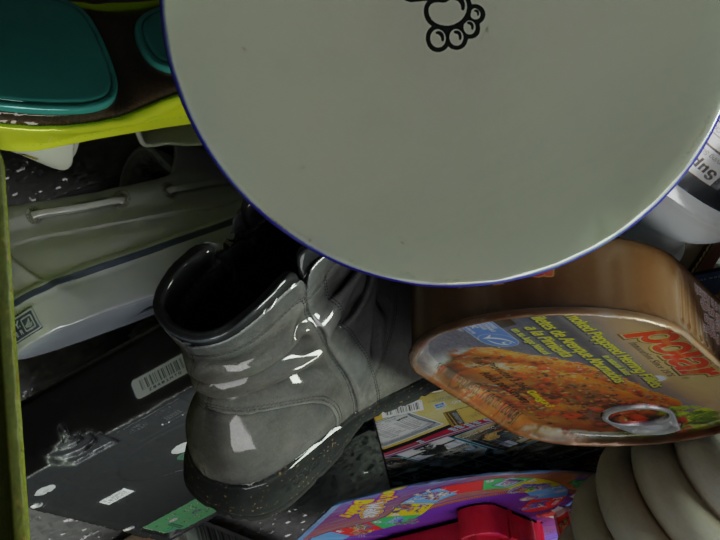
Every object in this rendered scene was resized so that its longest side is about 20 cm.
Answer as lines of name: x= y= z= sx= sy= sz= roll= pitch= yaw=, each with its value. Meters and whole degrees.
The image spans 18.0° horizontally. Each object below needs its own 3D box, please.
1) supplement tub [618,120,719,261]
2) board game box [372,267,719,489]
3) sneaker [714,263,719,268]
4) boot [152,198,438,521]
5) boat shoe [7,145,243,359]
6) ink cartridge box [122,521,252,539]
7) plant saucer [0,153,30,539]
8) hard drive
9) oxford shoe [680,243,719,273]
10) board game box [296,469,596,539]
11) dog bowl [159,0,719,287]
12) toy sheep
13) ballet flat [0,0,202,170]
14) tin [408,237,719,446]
supplement tub: x=0.144 y=-0.101 z=0.893 sx=0.140 sy=0.141 sz=0.200 roll=20 pitch=128 yaw=-44
board game box: x=0.105 y=0.057 z=1.074 sx=0.199 sy=0.035 sz=0.136 roll=-11 pitch=151 yaw=1
sneaker: x=0.133 y=0.059 z=1.179 sx=0.200 sy=0.074 sz=0.088 roll=-38 pitch=125 yaw=23
boot: x=0.000 y=0.000 z=0.909 sx=0.200 sy=0.070 sz=0.132 roll=-48 pitch=153 yaw=-34
boat shoe: x=-0.073 y=-0.024 z=0.941 sx=0.200 sy=0.065 sz=0.074 roll=-20 pitch=173 yaw=-45
ink cartridge box: x=-0.122 y=0.211 z=1.267 sx=0.200 sy=0.050 sz=0.162 roll=-29 pitch=146 yaw=24
plant saucer: x=-0.215 y=0.064 z=0.858 sx=0.199 sy=0.201 sz=0.048 roll=-7 pitch=172 yaw=11
hard drive: x=-0.077 y=0.071 z=1.054 sx=0.140 sy=0.038 sz=0.200 roll=-29 pitch=160 yaw=11
oxford shoe: x=0.103 y=-0.007 z=1.060 sx=0.075 sy=0.071 sz=0.200 roll=13 pitch=133 yaw=-37
board game box: x=0.045 y=0.148 z=1.146 sx=0.158 sy=0.039 sz=0.200 roll=-1 pitch=158 yaw=-20
dog bowl: x=0.032 y=-0.096 z=0.786 sx=0.200 sy=0.200 sz=0.079 roll=-26 pitch=-174 yaw=6
toy sheep: x=0.158 y=0.129 z=1.050 sx=0.138 sy=0.138 sz=0.200 roll=16 pitch=120 yaw=-42
ballet flat: x=-0.095 y=-0.071 z=0.872 sx=0.200 sy=0.067 sz=0.067 roll=-9 pitch=146 yaw=-21
tin: x=0.094 y=0.031 z=0.921 sx=0.112 sy=0.042 sz=0.200 roll=-5 pitch=161 yaw=24
